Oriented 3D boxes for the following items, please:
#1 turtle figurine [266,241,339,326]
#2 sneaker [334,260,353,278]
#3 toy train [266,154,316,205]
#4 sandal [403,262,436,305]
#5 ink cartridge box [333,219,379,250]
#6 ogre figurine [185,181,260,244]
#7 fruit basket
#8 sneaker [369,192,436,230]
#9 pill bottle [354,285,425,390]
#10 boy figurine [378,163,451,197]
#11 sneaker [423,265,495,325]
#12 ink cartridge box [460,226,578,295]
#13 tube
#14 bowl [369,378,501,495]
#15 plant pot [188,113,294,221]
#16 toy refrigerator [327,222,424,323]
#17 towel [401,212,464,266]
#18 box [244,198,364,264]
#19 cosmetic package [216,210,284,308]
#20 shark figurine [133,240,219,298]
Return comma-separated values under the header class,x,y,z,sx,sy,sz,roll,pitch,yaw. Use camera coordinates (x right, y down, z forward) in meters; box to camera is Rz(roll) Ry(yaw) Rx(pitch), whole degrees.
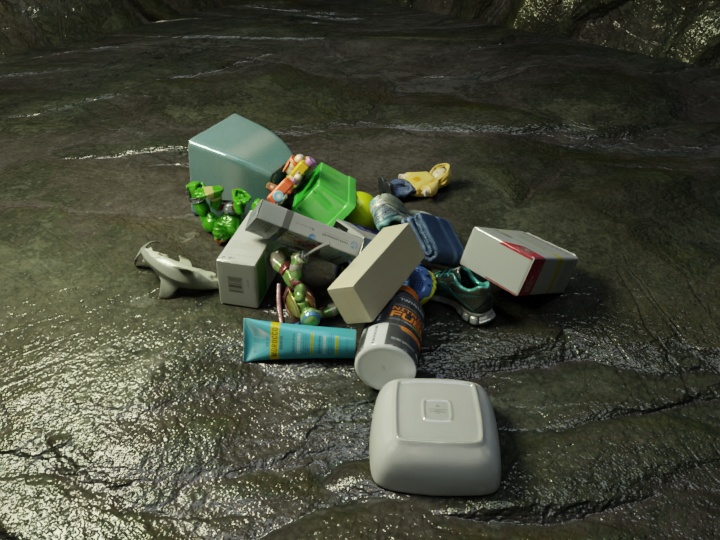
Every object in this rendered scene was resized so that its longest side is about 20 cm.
class,x,y,z,sx,sy,sz,roll,pitch,yaw
turtle figurine,-0.086,0.018,1.283,0.144,0.201,0.194,17,16,-36
sneaker,0.000,0.000,1.375,0.082,0.074,0.200,3,27,-22
toy train,-0.165,-0.196,1.472,0.150,0.056,0.200,-47,7,-1
sandal,0.086,-0.009,1.329,0.079,0.087,0.200,-41,39,17
ink cartridge box,0.038,-0.061,1.452,0.200,0.037,0.095,9,20,-46
ogre figurine,-0.295,-0.126,1.507,0.199,0.120,0.098,3,38,5
fruit basket,-0.041,-0.132,1.521,0.215,0.155,0.216,41,19,-18
sneaker,0.101,-0.088,1.470,0.199,0.078,0.087,21,48,-31
pill bottle,0.057,0.108,1.184,0.106,0.107,0.200,6,35,8
boy figurine,0.149,-0.221,1.709,0.199,0.065,0.124,-16,35,-17
sneaker,0.184,0.023,1.323,0.200,0.092,0.077,28,44,35
ink cartridge box,0.317,-0.018,1.337,0.145,0.084,0.200,32,22,37
tube,-0.107,0.126,1.194,0.199,0.078,0.050,2,0,-3
bowl,0.113,0.237,1.026,0.199,0.075,0.200,1,33,3
plant pot,-0.266,-0.228,1.606,0.199,0.197,0.196,20,38,16
toy refrigerator,0.030,0.003,1.199,0.070,0.076,0.200,-9,30,41
towel,0.156,-0.059,1.383,0.112,0.048,0.200,64,21,13
box,-0.110,-0.068,1.275,0.199,0.041,0.156,20,-10,-15
cosmetic package,-0.218,-0.027,1.377,0.084,0.108,0.200,8,36,9
shark figurine,-0.396,0.006,1.356,0.214,0.090,0.128,24,6,18
